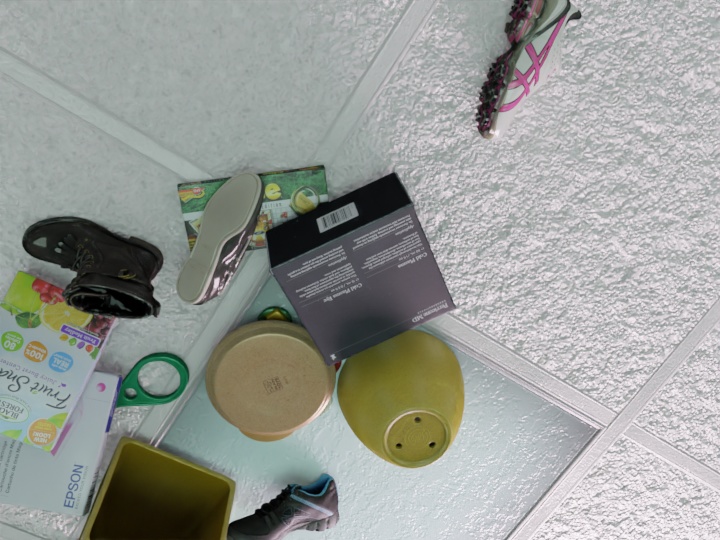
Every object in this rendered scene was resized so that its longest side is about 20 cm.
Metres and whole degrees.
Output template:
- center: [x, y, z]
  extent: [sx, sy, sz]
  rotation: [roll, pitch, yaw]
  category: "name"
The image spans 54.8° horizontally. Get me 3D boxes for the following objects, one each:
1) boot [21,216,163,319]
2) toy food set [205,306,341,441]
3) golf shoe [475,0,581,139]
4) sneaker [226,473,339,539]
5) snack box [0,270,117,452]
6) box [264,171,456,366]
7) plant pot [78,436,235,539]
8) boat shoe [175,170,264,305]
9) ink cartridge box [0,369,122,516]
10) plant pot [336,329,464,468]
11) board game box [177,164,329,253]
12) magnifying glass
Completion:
- center: [-0.343, -0.002, 0.876]
  extent: [0.200, 0.174, 0.069]
  rotation: [11, 110, -11]
  category: "boot"
- center: [-0.129, 0.160, 1.034]
  extent: [0.198, 0.049, 0.200]
  rotation: [-36, 111, 7]
  category: "toy food set"
- center: [0.217, -0.259, 0.899]
  extent: [0.092, 0.073, 0.200]
  rotation: [16, 108, -15]
  category: "golf shoe"
- center: [-0.125, 0.377, 1.093]
  extent: [0.200, 0.073, 0.082]
  rotation: [-7, 105, -35]
  category: "sneaker"
- center: [-0.434, 0.120, 0.931]
  extent: [0.142, 0.053, 0.200]
  rotation: [26, 77, -13]
  category: "snack box"
- center: [0.000, 0.000, 0.942]
  extent: [0.200, 0.104, 0.182]
  rotation: [-24, 123, 3]
  category: "box"
- center: [-0.329, 0.412, 1.041]
  extent: [0.195, 0.194, 0.200]
  rotation: [27, 119, -16]
  category: "plant pot"
- center: [-0.181, -0.043, 0.929]
  extent: [0.067, 0.057, 0.200]
  rotation: [35, 103, 19]
  category: "boat shoe"
- center: [-0.456, 0.224, 0.968]
  extent: [0.200, 0.043, 0.197]
  rotation: [12, 80, -7]
  category: "ink cartridge box"
- center: [0.069, 0.209, 1.027]
  extent: [0.200, 0.142, 0.200]
  rotation: [-2, 112, -5]
  category: "plant pot"
- center: [-0.142, -0.080, 0.953]
  extent: [0.200, 0.023, 0.105]
  rotation: [-9, 110, -4]
  category: "board game box"
- center: [-0.349, 0.184, 1.034]
  extent: [0.200, 0.022, 0.080]
  rotation: [-26, 112, 2]
  category: "magnifying glass"
